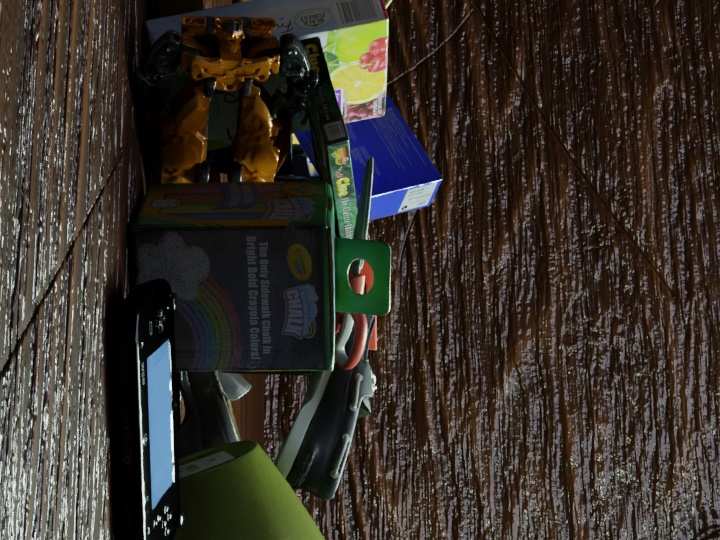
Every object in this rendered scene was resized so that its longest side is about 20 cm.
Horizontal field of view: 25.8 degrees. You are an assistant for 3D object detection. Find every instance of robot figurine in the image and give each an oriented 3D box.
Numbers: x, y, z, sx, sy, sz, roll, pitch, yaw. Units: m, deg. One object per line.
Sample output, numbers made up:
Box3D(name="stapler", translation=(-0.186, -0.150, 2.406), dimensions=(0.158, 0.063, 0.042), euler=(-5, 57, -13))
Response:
Box3D(name="robot figurine", translation=(-0.113, -0.131, 1.265), dimensions=(0.201, 0.144, 0.058), euler=(104, -18, -51))

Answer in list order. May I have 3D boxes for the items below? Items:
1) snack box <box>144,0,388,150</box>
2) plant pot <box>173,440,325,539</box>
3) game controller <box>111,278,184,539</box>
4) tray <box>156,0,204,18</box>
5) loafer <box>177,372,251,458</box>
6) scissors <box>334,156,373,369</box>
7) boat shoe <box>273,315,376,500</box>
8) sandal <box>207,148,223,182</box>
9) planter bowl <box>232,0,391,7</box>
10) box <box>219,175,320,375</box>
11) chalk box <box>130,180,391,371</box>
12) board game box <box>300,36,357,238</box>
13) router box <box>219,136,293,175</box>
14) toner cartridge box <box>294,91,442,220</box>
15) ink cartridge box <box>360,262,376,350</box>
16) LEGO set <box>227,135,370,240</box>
Box3D(name="snack box", translation=(-0.077, -0.172, 1.354), dimensions=(0.143, 0.199, 0.053), euler=(91, -14, -60))
Box3D(name="plant pot", translation=(-0.099, 0.250, 1.291), dimensions=(0.187, 0.186, 0.201), euler=(-98, 171, -83))
Box3D(name="game controller", translation=(-0.152, 0.109, 1.133), dimensions=(0.104, 0.042, 0.202), euler=(-96, -175, -79))
Box3D(name="tray", translation=(-0.163, -0.231, 1.430), dimensions=(0.099, 0.037, 0.201), euler=(-93, -177, -61))
Box3D(name="loafer", translation=(-0.142, 0.112, 1.544), dimensions=(0.073, 0.072, 0.201), euler=(-89, 178, -76))
Box3D(name="scissors", translation=(0.000, 0.000, 1.296), dimensions=(0.073, 0.014, 0.201), euler=(61, -34, 33))
Box3D(name="boat shoe", translation=(-0.019, 0.115, 1.390), dimensions=(0.201, 0.060, 0.076), euler=(-66, -176, -34))
Box3D(name="sandal", translation=(-0.139, -0.061, 1.418), dimensions=(0.075, 0.045, 0.201), euler=(106, 1, -55))
Box3D(name="planter bowl", translation=(-0.050, -0.282, 1.392), dimensions=(0.084, 0.200, 0.201), euler=(48, -22, 27))
Box3D(name="box", translation=(-0.080, -0.001, 1.458), dimensions=(0.200, 0.085, 0.165), euler=(-90, -178, -84))
Box3D(name="chalk box", translation=(-0.076, 0.003, 1.256), dimensions=(0.124, 0.198, 0.125), euler=(-95, -175, -71))
Box3D(name="board game box", translation=(-0.025, -0.100, 1.344), dimensions=(0.200, 0.023, 0.105), euler=(83, -6, -64))
Box3D(name="router box", translation=(-0.123, -0.169, 1.538), dimensions=(0.200, 0.051, 0.150), euler=(-167, -105, -66))
Box3D(name="toner cartridge box", translation=(-0.012, -0.140, 1.514), dimensions=(0.201, 0.095, 0.043), euler=(60, -34, 27))
Box3D(name="ink cartridge box", translation=(-0.081, 0.039, 1.659), dimensions=(0.050, 0.198, 0.110), euler=(-99, -172, -81))
Box3D(name="LEGO set", translation=(-0.049, -0.093, 1.655), dimensions=(0.199, 0.116, 0.155), euler=(-1, -70, 51))
